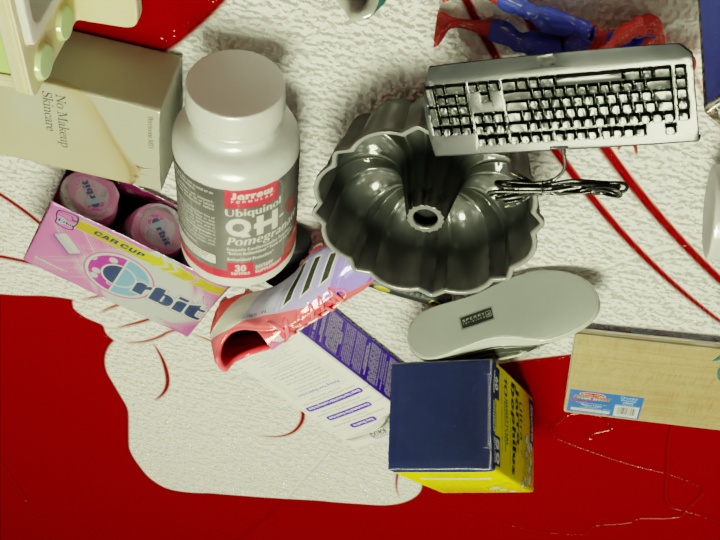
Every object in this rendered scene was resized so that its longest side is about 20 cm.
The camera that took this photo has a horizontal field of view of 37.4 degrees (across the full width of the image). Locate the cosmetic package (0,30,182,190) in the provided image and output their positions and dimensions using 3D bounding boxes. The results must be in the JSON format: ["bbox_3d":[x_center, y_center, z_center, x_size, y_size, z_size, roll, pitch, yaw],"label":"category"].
[{"bbox_3d":[-0.258,-0.148,0.923,0.197,0.074,0.104,13,141,1],"label":"cosmetic package"}]

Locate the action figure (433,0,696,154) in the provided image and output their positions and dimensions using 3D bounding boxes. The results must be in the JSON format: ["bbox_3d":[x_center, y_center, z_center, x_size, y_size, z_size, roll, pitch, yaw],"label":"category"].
[{"bbox_3d":[0.152,-0.155,0.784,0.197,0.100,0.066,10,142,-1],"label":"action figure"}]

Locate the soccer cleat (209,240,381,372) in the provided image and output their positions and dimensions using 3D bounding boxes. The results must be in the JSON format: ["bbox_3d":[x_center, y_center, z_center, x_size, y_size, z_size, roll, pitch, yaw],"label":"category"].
[{"bbox_3d":[-0.062,0.035,1.021,0.198,0.077,0.067,-24,133,23],"label":"soccer cleat"}]

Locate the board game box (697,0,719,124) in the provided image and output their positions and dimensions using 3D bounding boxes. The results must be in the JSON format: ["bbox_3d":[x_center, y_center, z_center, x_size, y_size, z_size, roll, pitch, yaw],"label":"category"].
[{"bbox_3d":[0.328,-0.133,0.706,0.199,0.161,0.097,30,138,-22],"label":"board game box"}]

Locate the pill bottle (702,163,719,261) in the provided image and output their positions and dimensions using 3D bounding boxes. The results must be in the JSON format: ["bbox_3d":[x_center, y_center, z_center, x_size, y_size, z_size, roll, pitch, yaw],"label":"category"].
[{"bbox_3d":[0.379,-0.040,0.844,0.197,0.110,0.110,4,141,11],"label":"pill bottle"}]

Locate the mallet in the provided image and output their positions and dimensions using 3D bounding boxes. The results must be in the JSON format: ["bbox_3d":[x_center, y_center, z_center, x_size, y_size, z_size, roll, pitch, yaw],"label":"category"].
[{"bbox_3d":[0.000,0.000,1.064,0.197,0.042,0.066,11,139,-6],"label":"mallet"}]

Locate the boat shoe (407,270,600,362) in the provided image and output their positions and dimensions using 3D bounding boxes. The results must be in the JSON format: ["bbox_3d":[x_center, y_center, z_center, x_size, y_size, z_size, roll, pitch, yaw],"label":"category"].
[{"bbox_3d":[0.146,0.051,1.062,0.198,0.072,0.064,-14,156,24],"label":"boat shoe"}]

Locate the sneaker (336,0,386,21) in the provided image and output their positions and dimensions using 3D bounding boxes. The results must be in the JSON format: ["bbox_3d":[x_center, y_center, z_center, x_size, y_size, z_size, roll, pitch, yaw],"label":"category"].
[{"bbox_3d":[-0.032,-0.256,0.710,0.070,0.094,0.200,-14,135,29],"label":"sneaker"}]

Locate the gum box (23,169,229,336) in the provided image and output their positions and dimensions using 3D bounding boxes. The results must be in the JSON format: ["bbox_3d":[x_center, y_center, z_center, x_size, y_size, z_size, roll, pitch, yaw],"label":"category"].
[{"bbox_3d":[-0.224,-0.019,1.072,0.198,0.067,0.113,27,141,-17],"label":"gum box"}]

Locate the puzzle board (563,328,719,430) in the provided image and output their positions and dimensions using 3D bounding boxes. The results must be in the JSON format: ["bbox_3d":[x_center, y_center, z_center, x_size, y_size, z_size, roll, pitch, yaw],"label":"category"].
[{"bbox_3d":[0.320,0.115,1.126,0.197,0.018,0.152,6,142,10],"label":"puzzle board"}]

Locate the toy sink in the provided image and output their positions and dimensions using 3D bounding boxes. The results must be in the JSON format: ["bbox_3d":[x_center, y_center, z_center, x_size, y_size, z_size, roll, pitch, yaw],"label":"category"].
[{"bbox_3d":[-0.282,-0.222,0.807,0.197,0.113,0.131,10,142,3],"label":"toy sink"}]

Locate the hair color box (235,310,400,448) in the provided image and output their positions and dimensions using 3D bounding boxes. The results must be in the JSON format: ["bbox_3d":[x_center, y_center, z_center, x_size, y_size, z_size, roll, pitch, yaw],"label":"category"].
[{"bbox_3d":[-0.030,0.114,1.185,0.109,0.065,0.200,-25,126,37],"label":"hair color box"}]

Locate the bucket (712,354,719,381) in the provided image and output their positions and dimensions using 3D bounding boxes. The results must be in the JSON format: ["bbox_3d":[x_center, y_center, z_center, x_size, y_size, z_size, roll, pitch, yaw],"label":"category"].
[{"bbox_3d":[0.426,0.103,0.920,0.206,0.208,0.135,33,111,-24],"label":"bucket"}]

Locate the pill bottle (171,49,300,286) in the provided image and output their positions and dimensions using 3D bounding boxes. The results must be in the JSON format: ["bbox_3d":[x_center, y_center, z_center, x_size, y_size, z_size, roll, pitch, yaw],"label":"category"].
[{"bbox_3d":[-0.107,-0.088,0.922,0.109,0.112,0.201,10,142,3],"label":"pill bottle"}]

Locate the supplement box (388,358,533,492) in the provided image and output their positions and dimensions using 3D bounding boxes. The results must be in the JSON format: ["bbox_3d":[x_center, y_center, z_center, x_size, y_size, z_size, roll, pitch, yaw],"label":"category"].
[{"bbox_3d":[0.112,0.170,1.123,0.108,0.110,0.200,-4,162,20],"label":"supplement box"}]

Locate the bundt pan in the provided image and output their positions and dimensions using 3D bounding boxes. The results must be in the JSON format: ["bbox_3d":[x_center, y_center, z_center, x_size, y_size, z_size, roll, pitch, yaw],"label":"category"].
[{"bbox_3d":[0.061,-0.071,0.920,0.199,0.076,0.203,7,138,6],"label":"bundt pan"}]

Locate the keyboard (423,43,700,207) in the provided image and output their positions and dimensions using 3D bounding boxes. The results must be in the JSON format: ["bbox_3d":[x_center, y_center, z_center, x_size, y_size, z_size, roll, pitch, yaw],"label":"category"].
[{"bbox_3d":[0.145,-0.099,0.777,0.197,0.021,0.128,0,128,26],"label":"keyboard"}]
